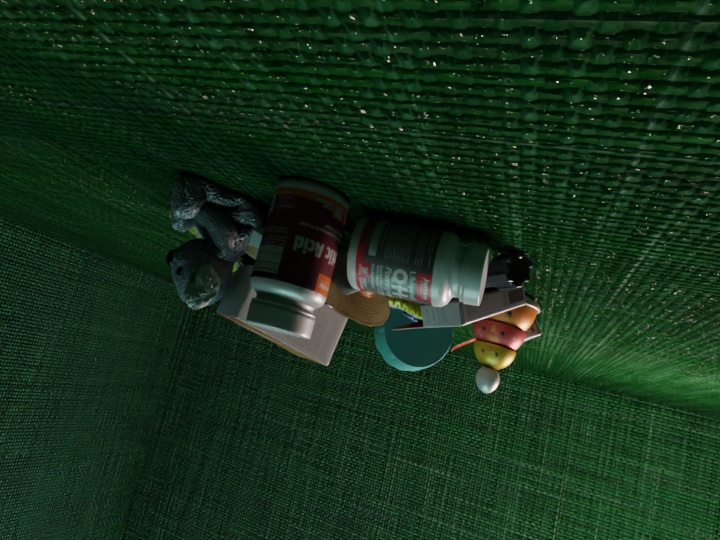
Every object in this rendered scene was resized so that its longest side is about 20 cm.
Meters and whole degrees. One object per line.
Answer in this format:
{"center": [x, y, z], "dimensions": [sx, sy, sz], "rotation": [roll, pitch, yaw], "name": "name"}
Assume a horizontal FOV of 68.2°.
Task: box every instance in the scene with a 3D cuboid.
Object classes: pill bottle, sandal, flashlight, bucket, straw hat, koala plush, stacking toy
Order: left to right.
{"center": [-0.261, -0.029, 0.925], "dimensions": [0.179, 0.206, 0.177], "rotation": [17, 169, -19], "name": "koala plush"}
{"center": [-0.091, -0.015, 0.755], "dimensions": [0.111, 0.206, 0.114], "rotation": [13, 170, 2], "name": "pill bottle"}
{"center": [0.000, 0.000, 1.015], "dimensions": [0.197, 0.204, 0.085], "rotation": [21, 128, -30], "name": "straw hat"}
{"center": [0.083, 0.057, 1.140], "dimensions": [0.197, 0.080, 0.087], "rotation": [31, 168, 20], "name": "sandal"}
{"center": [0.137, 0.154, 1.345], "dimensions": [0.201, 0.213, 0.135], "rotation": [15, 168, -2], "name": "bucket"}
{"center": [0.086, -0.009, 0.783], "dimensions": [0.195, 0.114, 0.111], "rotation": [11, 170, 19], "name": "pill bottle"}
{"center": [0.191, 0.006, 0.868], "dimensions": [0.067, 0.070, 0.198], "rotation": [24, 162, -26], "name": "flashlight"}
{"center": [0.279, 0.148, 1.081], "dimensions": [0.142, 0.206, 0.146], "rotation": [13, 170, 2], "name": "stacking toy"}

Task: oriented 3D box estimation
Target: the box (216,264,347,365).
{"center": [-0.143, 0.081, 0.971], "dimensions": [0.198, 0.099, 0.123], "rotation": [33, 164, -27], "name": "box"}

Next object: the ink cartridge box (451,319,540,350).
{"center": [0.323, 0.174, 1.290], "dimensions": [0.195, 0.051, 0.162], "rotation": [-22, 167, 1], "name": "ink cartridge box"}

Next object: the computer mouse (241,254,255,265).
{"center": [-0.146, -0.017, 1.061], "dimensions": [0.137, 0.047, 0.199], "rotation": [20, -159, 26], "name": "computer mouse"}

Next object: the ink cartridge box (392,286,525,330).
{"center": [0.177, 0.066, 0.972], "dimensions": [0.196, 0.045, 0.171], "rotation": [-10, 180, -41], "name": "ink cartridge box"}

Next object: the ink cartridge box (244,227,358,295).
{"center": [-0.073, -0.007, 0.896], "dimensions": [0.198, 0.051, 0.161], "rotation": [36, -161, 18], "name": "ink cartridge box"}

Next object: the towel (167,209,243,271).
{"center": [-0.323, -0.067, 1.126], "dimensions": [0.200, 0.023, 0.142], "rotation": [47, 158, -21], "name": "towel"}
